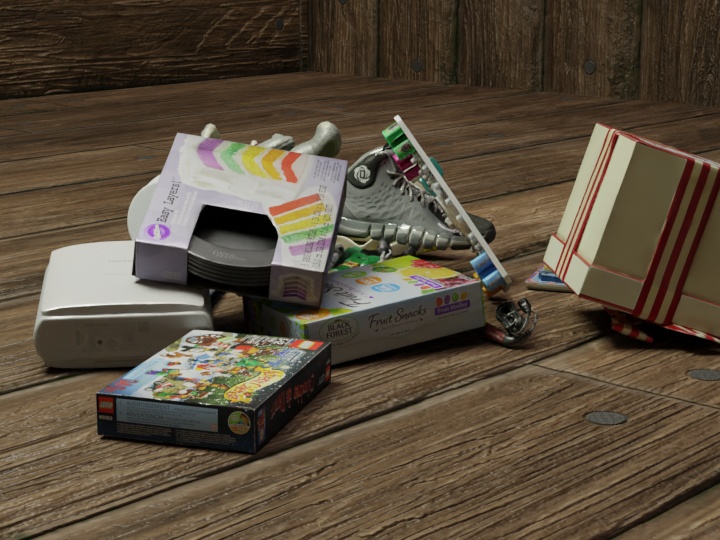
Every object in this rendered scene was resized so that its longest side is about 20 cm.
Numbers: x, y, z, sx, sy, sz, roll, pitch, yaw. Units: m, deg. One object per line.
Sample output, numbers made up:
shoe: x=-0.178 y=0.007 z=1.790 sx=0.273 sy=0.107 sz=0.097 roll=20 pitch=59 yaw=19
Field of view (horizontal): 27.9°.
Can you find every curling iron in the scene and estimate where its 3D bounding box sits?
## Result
curling iron: x=0.110 y=0.042 z=1.486 sx=0.050 sy=0.026 sz=0.200 roll=-47 pitch=30 yaw=-20

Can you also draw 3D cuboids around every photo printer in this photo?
photo printer: x=-0.230 y=0.026 z=1.422 sx=0.166 sy=0.070 sz=0.200 roll=-2 pitch=21 yaw=-7

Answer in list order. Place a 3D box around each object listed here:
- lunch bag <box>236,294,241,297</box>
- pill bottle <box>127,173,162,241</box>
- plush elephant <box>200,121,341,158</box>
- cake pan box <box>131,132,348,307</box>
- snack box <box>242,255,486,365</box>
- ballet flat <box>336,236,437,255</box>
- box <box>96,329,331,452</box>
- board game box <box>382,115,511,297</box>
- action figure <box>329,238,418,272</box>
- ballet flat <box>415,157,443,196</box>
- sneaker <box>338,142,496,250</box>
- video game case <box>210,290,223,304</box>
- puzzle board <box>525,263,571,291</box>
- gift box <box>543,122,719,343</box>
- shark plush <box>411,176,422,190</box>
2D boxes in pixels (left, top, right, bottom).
lunch bag: x=-0.093 y=-0.047 z=1.605 sx=0.077 sy=0.161 sz=0.200 roll=8 pitch=8 yaw=10
pill bottle: x=-0.196 y=-0.062 z=1.702 sx=0.116 sy=0.117 sz=0.200 roll=2 pitch=5 yaw=10
plush elephant: x=-0.130 y=-0.125 z=1.918 sx=0.200 sy=0.165 sz=0.155 roll=-27 pitch=47 yaw=-12
cake pan box: x=-0.114 y=-0.050 z=1.417 sx=0.184 sy=0.052 sz=0.200 roll=9 pitch=39 yaw=3
snack box: x=0.003 y=0.038 z=1.431 sx=0.200 sy=0.053 sz=0.142 roll=-13 pitch=16 yaw=-27
ballet flat: x=0.031 y=-0.043 z=1.815 sx=0.200 sy=0.067 sz=0.067 roll=4 pitch=35 yaw=29
box: x=-0.118 y=0.098 z=1.229 sx=0.136 sy=0.038 sz=0.200 roll=4 pitch=14 yaw=16
board game box: x=0.091 y=-0.059 z=1.521 sx=0.026 sy=0.200 sz=0.200 roll=-34 pitch=-6 yaw=2
action figure: x=0.000 y=0.000 z=1.633 sx=0.118 sy=0.055 sz=0.200 roll=10 pitch=20 yaw=25
ballet flat: x=0.084 y=-0.124 z=2.169 sx=0.072 sy=0.072 sz=0.200 roll=2 pitch=11 yaw=10
sneaker: x=0.059 y=-0.089 z=1.650 sx=0.199 sy=0.116 sz=0.075 roll=6 pitch=13 yaw=4
video game case: x=-0.229 y=0.028 z=1.581 sx=0.142 sy=0.019 sz=0.200 roll=2 pitch=14 yaw=6
puzzle board: x=0.305 y=0.004 z=1.684 sx=0.200 sy=0.017 sz=0.151 roll=5 pitch=14 yaw=18
gift box: x=0.310 y=-0.025 z=1.461 sx=0.200 sy=0.187 sz=0.185 roll=19 pitch=10 yaw=-4
shark plush: x=0.010 y=-0.085 z=1.951 sx=0.200 sy=0.083 sz=0.091 roll=-1 pitch=31 yaw=22
